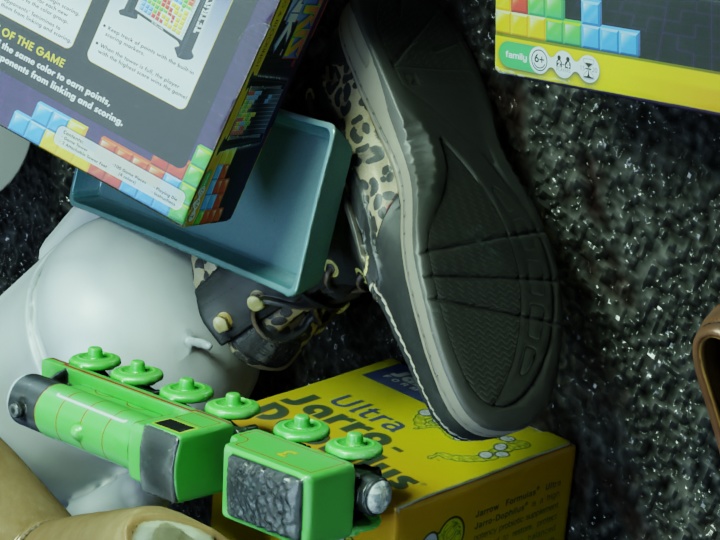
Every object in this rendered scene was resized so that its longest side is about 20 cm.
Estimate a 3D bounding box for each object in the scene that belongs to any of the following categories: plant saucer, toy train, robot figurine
[{"bbox_3d":[-0.066,-0.042,1.033,0.200,0.019,0.070,21,99,53],"label":"plant saucer"},{"bbox_3d":[-0.070,0.069,0.970,0.200,0.056,0.042,14,109,44],"label":"toy train"},{"bbox_3d":[-0.120,0.046,1.132,0.200,0.113,0.170,-38,56,45],"label":"robot figurine"}]

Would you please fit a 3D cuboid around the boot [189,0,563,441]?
[{"bbox_3d":[0.000,0.000,1.005,0.151,0.073,0.201,-40,59,43],"label":"boot"}]

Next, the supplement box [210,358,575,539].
[{"bbox_3d":[0.007,0.157,1.036,0.109,0.109,0.201,23,117,40],"label":"supplement box"}]

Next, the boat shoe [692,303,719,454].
[{"bbox_3d":[0.168,0.101,0.882,0.072,0.067,0.201,-21,86,47],"label":"boat shoe"}]

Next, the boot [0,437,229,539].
[{"bbox_3d":[-0.121,0.109,1.006,0.175,0.066,0.200,45,158,-16],"label":"boot"}]

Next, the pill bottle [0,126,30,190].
[{"bbox_3d":[-0.257,-0.085,1.242,0.200,0.104,0.105,13,111,43],"label":"pill bottle"}]

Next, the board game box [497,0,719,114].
[{"bbox_3d":[0.137,-0.138,0.842,0.200,0.057,0.166,15,113,43],"label":"board game box"}]

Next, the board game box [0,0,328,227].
[{"bbox_3d":[-0.110,-0.136,0.972,0.200,0.057,0.166,29,102,15],"label":"board game box"}]
